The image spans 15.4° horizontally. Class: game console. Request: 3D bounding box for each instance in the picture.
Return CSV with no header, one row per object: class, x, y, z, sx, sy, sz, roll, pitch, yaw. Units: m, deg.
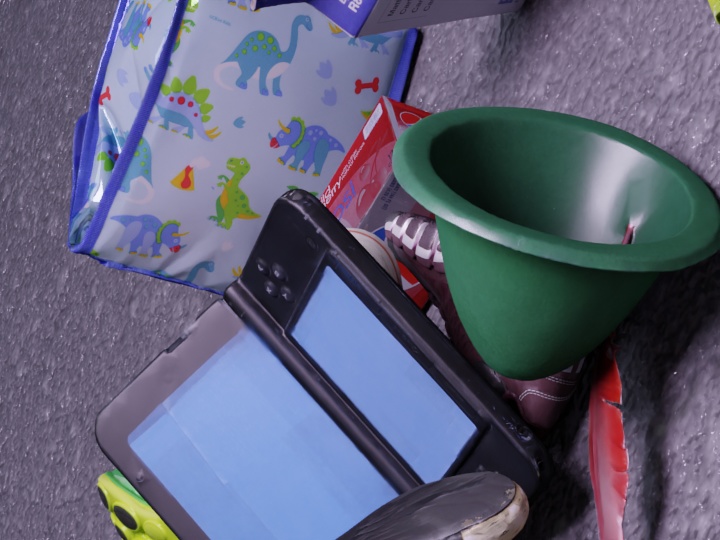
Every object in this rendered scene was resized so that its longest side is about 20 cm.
game console,-0.024,0.090,1.370,0.116,0.200,0.176,-38,-11,-28

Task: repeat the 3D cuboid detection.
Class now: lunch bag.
lunch bag,-0.080,-0.085,1.662,0.127,0.170,0.201,13,88,65

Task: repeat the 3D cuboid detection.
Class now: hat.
hat,0.081,0.037,1.302,0.200,0.165,0.177,-78,0,-65

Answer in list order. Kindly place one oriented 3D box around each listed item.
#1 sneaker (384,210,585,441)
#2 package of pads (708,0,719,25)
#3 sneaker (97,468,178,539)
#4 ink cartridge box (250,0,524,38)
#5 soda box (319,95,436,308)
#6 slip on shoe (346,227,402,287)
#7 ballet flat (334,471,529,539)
sneaker,0.056,0.038,1.421,0.200,0.075,0.116,24,99,64
package of pads,0.225,-0.217,1.241,0.200,0.068,0.155,-55,30,34
sneaker,-0.090,0.141,1.578,0.200,0.083,0.074,-3,116,58
ink cartridge box,0.056,-0.215,1.433,0.041,0.200,0.200,48,129,25
soda box,0.000,0.000,1.559,0.200,0.070,0.063,-57,28,28
slip on shoe,-0.010,0.041,1.491,0.200,0.074,0.061,91,-171,-50
ballet flat,0.014,0.152,1.325,0.200,0.057,0.066,-32,12,39
